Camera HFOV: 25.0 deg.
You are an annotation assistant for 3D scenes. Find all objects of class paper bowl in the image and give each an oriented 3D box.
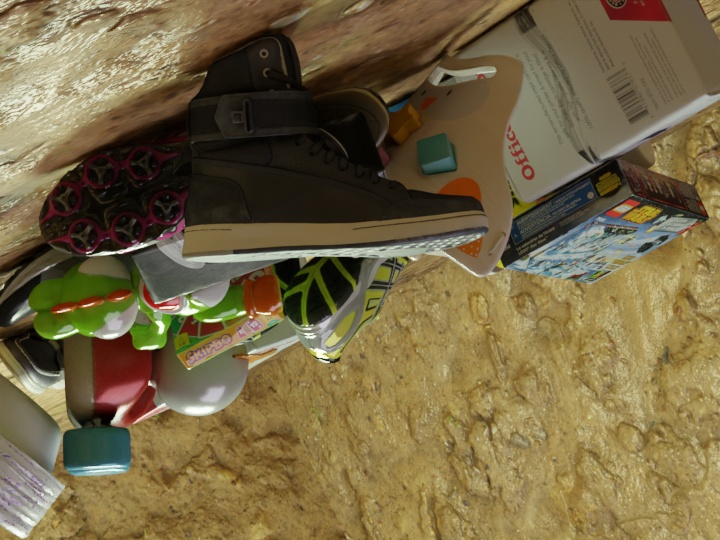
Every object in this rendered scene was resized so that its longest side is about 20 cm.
[{"bbox_3d":[-0.350,0.142,1.462,0.105,0.200,0.201,-52,-179,-14],"label":"paper bowl"}]

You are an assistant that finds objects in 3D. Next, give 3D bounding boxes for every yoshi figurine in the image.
[{"bbox_3d":[-0.166,0.009,1.309,0.198,0.113,0.112,-11,147,-4],"label":"yoshi figurine"}]

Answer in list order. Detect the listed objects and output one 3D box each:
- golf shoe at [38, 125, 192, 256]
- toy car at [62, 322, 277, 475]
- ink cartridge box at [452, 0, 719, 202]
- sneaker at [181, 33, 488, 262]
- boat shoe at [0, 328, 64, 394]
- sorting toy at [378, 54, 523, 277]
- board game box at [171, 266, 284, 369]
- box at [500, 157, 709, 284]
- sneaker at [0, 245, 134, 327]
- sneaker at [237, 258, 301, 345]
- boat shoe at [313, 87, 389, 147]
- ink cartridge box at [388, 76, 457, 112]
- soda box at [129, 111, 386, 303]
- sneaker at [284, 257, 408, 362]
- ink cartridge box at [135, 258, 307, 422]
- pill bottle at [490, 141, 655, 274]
[{"bbox_3d":[-0.133,-0.063,1.159,0.199,0.073,0.092,-26,177,-8],"label":"golf shoe"},{"bbox_3d":[-0.177,0.090,1.503,0.198,0.186,0.177,-1,170,-9],"label":"toy car"},{"bbox_3d":[0.197,-0.168,1.381,0.199,0.146,0.083,-30,175,35],"label":"ink cartridge box"},{"bbox_3d":[-0.018,-0.081,1.049,0.200,0.148,0.077,0,174,7],"label":"sneaker"},{"bbox_3d":[-0.333,0.088,1.735,0.065,0.072,0.200,-38,172,1],"label":"boat shoe"},{"bbox_3d":[0.057,-0.102,1.348,0.199,0.107,0.181,9,-116,57],"label":"sorting toy"},{"bbox_3d":[-0.128,-0.006,1.428,0.095,0.030,0.201,-28,-142,8],"label":"board game box"},{"bbox_3d":[0.221,-0.041,1.477,0.136,0.040,0.199,-30,161,25],"label":"box"},{"bbox_3d":[-0.218,0.004,1.377,0.199,0.080,0.074,-25,177,-8],"label":"sneaker"},{"bbox_3d":[-0.097,-0.006,1.500,0.076,0.075,0.201,-26,-149,43],"label":"sneaker"},{"bbox_3d":[-0.054,-0.096,1.314,0.200,0.072,0.066,-32,-165,31],"label":"boat shoe"},{"bbox_3d":[0.117,-0.155,1.557,0.199,0.068,0.116,-27,175,-9],"label":"ink cartridge box"},{"bbox_3d":[-0.078,-0.047,1.223,0.198,0.064,0.071,-20,145,-2],"label":"soda box"},{"bbox_3d":[0.000,0.000,1.489,0.075,0.077,0.200,20,-129,32],"label":"sneaker"},{"bbox_3d":[-0.160,0.041,1.676,0.199,0.146,0.145,-31,173,35],"label":"ink cartridge box"},{"bbox_3d":[0.176,-0.086,1.541,0.199,0.110,0.109,-30,174,21],"label":"pill bottle"}]
